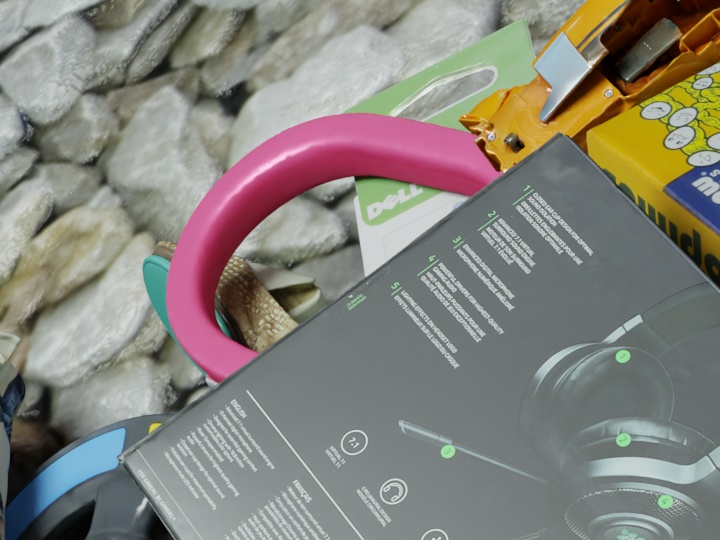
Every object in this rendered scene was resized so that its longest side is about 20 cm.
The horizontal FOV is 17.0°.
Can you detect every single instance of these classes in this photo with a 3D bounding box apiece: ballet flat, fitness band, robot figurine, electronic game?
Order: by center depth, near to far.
[{"bbox_3d":[0.138,-0.089,0.927,0.200,0.145,0.058,-41,55,0],"label":"robot figurine"},{"bbox_3d":[0.000,0.000,1.038,0.199,0.037,0.144,15,69,42],"label":"fitness band"},{"bbox_3d":[-0.120,0.156,1.097,0.199,0.042,0.201,-22,47,26],"label":"electronic game"},{"bbox_3d":[-0.033,0.039,1.117,0.065,0.071,0.200,-25,42,-18],"label":"ballet flat"}]

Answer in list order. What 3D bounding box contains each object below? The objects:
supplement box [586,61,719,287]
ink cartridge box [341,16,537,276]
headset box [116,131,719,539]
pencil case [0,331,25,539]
[{"bbox_3d":[0.199,-0.030,0.887,0.199,0.110,0.109,-28,40,-16],"label":"supplement box"},{"bbox_3d":[0.059,-0.006,1.068,0.103,0.059,0.201,-27,46,20],"label":"ink cartridge box"},{"bbox_3d":[0.056,0.078,0.777,0.200,0.093,0.174,-37,54,-7],"label":"headset box"},{"bbox_3d":[-0.195,0.118,1.111,0.090,0.077,0.201,-55,28,35],"label":"pencil case"}]
